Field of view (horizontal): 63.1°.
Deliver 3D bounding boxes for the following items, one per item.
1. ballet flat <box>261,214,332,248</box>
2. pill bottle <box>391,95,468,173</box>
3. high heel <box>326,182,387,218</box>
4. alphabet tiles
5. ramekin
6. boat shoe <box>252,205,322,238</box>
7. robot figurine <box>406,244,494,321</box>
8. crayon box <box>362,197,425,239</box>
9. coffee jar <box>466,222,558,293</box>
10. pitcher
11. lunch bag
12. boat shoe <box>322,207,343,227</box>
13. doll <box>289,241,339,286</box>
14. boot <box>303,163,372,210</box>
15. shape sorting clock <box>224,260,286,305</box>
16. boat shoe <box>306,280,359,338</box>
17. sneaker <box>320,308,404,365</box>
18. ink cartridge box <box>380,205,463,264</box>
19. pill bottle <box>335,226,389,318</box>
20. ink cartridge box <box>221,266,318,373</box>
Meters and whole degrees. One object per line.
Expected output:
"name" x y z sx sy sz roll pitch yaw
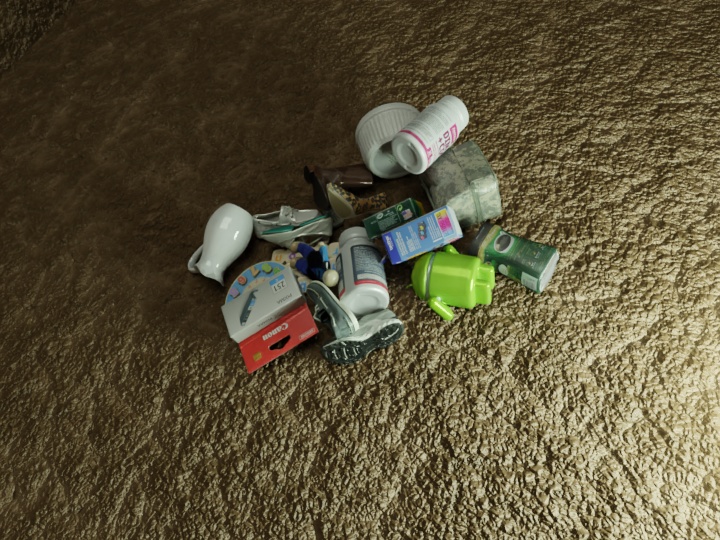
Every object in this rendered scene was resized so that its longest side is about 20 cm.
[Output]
"ballet flat" -0.164 -0.093 1.542 0.195 0.070 0.071 -14 51 6
"pill bottle" 0.178 -0.346 1.475 0.112 0.115 0.200 30 62 32
"high heel" -0.007 -0.194 1.517 0.070 0.200 0.145 -7 49 44
"alphabet tiles" -0.142 -0.022 1.532 0.194 0.015 0.200 -6 53 11
"ramekin" 0.088 -0.343 1.595 0.195 0.201 0.107 -15 59 4
"boat shoe" -0.202 -0.141 1.594 0.194 0.071 0.072 -12 34 6
"robot figurine" 0.205 0.020 1.339 0.195 0.117 0.178 7 55 21
"crayon box" 0.090 -0.121 1.417 0.124 0.200 0.052 -23 86 14
"coffee jar" 0.348 -0.034 1.358 0.197 0.086 0.105 27 68 29
"pitcher" -0.384 -0.075 1.577 0.169 0.121 0.204 13 74 42
"lunch bag" 0.247 -0.211 1.483 0.164 0.141 0.203 -19 48 4
"boat shoe" -0.089 -0.209 1.623 0.072 0.065 0.206 -14 51 4
"doll" -0.108 -0.005 1.427 0.047 0.140 0.199 -7 20 -32
"boot" -0.038 -0.231 1.580 0.195 0.065 0.189 -3 45 -25
"shape sorting clock" -0.257 0.062 1.476 0.194 0.039 0.205 -10 57 15
"boat shoe" -0.080 0.088 1.336 0.061 0.074 0.199 -33 42 -18
"sneaker" 0.000 0.150 1.338 0.196 0.075 0.080 -21 40 -7
"ink cartridge box" 0.132 -0.074 1.363 0.196 0.136 0.078 -22 86 15
"pill bottle" 0.000 0.000 1.409 0.116 0.121 0.204 -12 52 6
"ink cartridge box" -0.217 0.114 1.387 0.197 0.045 0.178 -30 58 2
